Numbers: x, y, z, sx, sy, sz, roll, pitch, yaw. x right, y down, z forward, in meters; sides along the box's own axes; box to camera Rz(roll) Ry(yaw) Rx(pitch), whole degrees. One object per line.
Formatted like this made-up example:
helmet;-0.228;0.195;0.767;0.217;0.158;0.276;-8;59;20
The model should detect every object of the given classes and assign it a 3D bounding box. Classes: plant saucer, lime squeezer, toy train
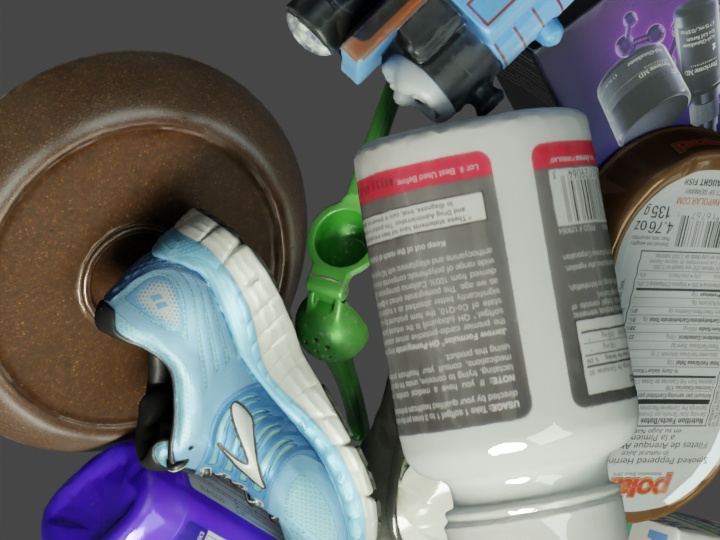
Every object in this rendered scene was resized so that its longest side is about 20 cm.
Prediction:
plant saucer;-0.108;-0.001;1.169;0.200;0.034;0.201;-11;116;-25
lime squeezer;0.000;0.000;1.213;0.071;0.038;0.201;-16;120;-46
toy train;0.061;-0.154;1.137;0.200;0.087;0.114;-45;85;-4

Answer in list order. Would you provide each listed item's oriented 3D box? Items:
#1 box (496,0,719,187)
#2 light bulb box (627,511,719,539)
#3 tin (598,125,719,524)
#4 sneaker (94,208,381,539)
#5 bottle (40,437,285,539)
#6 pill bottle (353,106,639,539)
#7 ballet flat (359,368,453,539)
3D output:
box;0.169;-0.123;1.239;0.200;0.079;0.141;-37;126;-9
light bulb box;0.181;0.234;1.347;0.199;0.125;0.199;16;88;-32
tin;0.144;0.030;1.227;0.112;0.042;0.201;3;111;-24
sneaker;-0.061;0.072;1.164;0.090;0.078;0.200;-33;114;-13
bottle;-0.063;0.153;1.236;0.083;0.065;0.200;-39;132;18
pill bottle;0.066;0.033;1.149;0.110;0.111;0.201;-8;87;-25
ballet flat;0.038;0.075;1.229;0.068;0.068;0.201;11;91;-46
